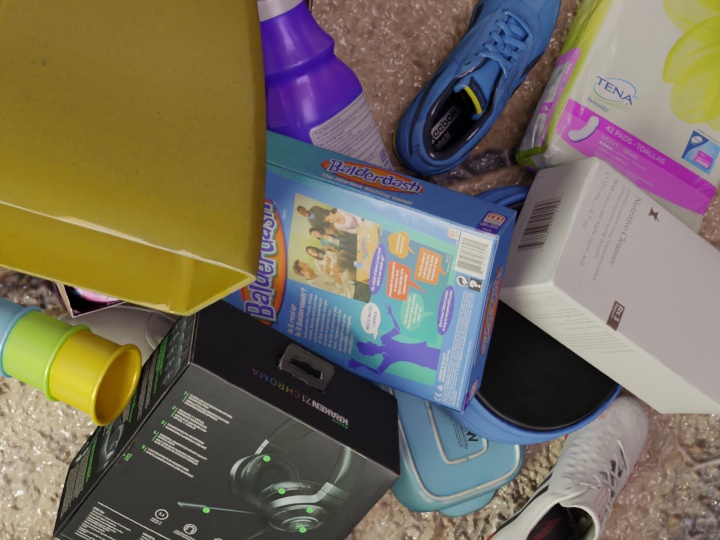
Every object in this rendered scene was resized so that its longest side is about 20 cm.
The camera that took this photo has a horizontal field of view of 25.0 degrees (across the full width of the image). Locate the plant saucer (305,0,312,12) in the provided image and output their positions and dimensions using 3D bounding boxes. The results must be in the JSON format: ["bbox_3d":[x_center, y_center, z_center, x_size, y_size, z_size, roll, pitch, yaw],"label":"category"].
[{"bbox_3d":[-0.125,-0.203,1.168,0.200,0.037,0.201,-8,103,-35],"label":"plant saucer"}]

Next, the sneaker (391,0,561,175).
[{"bbox_3d":[0.100,-0.155,1.236,0.066,0.078,0.200,37,83,-12],"label":"sneaker"}]

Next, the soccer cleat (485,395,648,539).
[{"bbox_3d":[0.171,0.174,1.258,0.200,0.085,0.069,-44,103,-24],"label":"soccer cleat"}]

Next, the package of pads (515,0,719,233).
[{"bbox_3d":[0.224,-0.139,1.267,0.154,0.068,0.201,29,79,-15],"label":"package of pads"}]

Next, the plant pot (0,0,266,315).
[{"bbox_3d":[-0.159,-0.092,1.002,0.199,0.200,0.177,17,77,-15],"label":"plant pot"}]

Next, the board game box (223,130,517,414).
[{"bbox_3d":[0.000,0.000,1.155,0.199,0.045,0.153,19,123,14],"label":"board game box"}]

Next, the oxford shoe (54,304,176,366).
[{"bbox_3d":[-0.137,0.075,1.198,0.199,0.058,0.075,20,91,-14],"label":"oxford shoe"}]

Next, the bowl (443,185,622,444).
[{"bbox_3d":[0.132,0.034,1.247,0.200,0.039,0.202,2,86,-30],"label":"bowl"}]

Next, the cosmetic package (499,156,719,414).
[{"bbox_3d":[0.206,0.016,1.222,0.200,0.081,0.113,32,70,-25],"label":"cosmetic package"}]

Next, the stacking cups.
[{"bbox_3d":[-0.249,0.042,1.127,0.199,0.060,0.061,23,87,20],"label":"stacking cups"}]

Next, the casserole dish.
[{"bbox_3d":[0.065,0.099,1.263,0.121,0.039,0.201,-18,99,-13],"label":"casserole dish"}]

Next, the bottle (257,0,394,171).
[{"bbox_3d":[-0.032,-0.111,1.187,0.084,0.065,0.201,-43,119,-42],"label":"bottle"}]

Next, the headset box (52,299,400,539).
[{"bbox_3d":[-0.089,0.134,1.146,0.174,0.093,0.200,29,118,-17],"label":"headset box"}]

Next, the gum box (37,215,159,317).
[{"bbox_3d":[-0.208,-0.075,1.140,0.066,0.113,0.201,-19,98,-13],"label":"gum box"}]
